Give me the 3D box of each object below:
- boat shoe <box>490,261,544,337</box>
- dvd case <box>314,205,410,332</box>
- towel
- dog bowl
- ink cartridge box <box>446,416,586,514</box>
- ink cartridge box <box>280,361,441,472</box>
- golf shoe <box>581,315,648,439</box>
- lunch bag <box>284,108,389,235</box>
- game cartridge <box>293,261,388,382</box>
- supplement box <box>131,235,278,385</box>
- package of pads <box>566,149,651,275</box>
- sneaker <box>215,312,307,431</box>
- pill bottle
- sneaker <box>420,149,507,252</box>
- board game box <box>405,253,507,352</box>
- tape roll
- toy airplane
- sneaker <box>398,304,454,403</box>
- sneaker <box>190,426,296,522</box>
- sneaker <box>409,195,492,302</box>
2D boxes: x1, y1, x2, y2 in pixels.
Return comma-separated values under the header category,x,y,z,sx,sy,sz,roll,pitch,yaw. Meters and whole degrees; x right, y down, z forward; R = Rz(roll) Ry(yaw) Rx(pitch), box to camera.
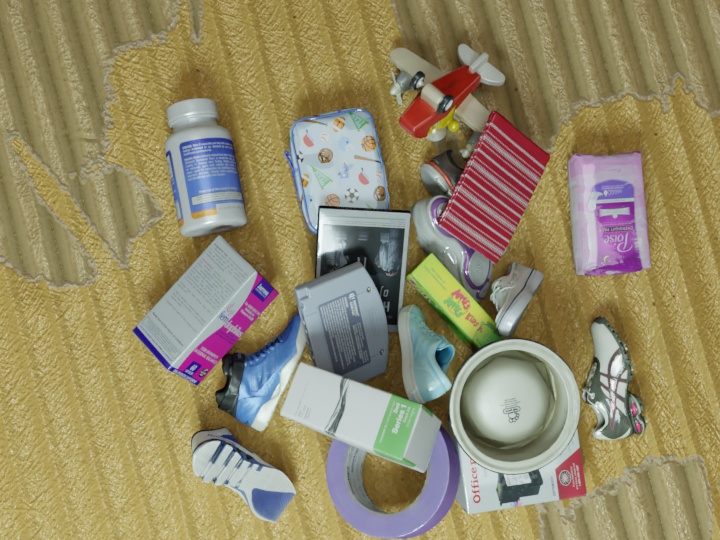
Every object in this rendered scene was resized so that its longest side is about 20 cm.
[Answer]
category,x,y,z,sx,sy,sz,roll,pitch,yaw
boat shoe,0.236,0.043,1.264,0.066,0.200,0.075,29,116,13
dvd case,0.000,0.000,1.282,0.147,0.025,0.204,2,107,-5
towel,0.211,-0.130,1.252,0.143,0.022,0.203,29,87,-30
dog bowl,0.225,0.197,1.200,0.195,0.074,0.205,0,95,-2
ink cartridge box,0.248,0.300,1.284,0.196,0.083,0.149,-8,87,-4
ink cartridge box,0.002,0.213,1.156,0.197,0.146,0.086,17,76,22
golf shoe,0.404,0.179,1.307,0.086,0.077,0.204,-15,87,3
lunch bag,-0.039,-0.163,1.306,0.157,0.076,0.204,-11,88,-2
game cartridge,-0.023,0.091,1.255,0.131,0.041,0.203,-19,119,-13
supplement box,-0.240,0.063,1.250,0.103,0.101,0.201,38,84,27
package of pads,0.410,-0.095,1.325,0.118,0.076,0.205,-3,86,-1
sneaker,-0.163,0.144,1.274,0.110,0.077,0.203,26,91,-10
pill bottle,-0.252,-0.165,1.274,0.110,0.112,0.204,-11,87,-4
sneaker,0.187,-0.118,1.316,0.082,0.077,0.201,-40,91,-14
board game box,0.159,0.065,1.286,0.048,0.102,0.200,-42,89,-4
tape roll,0.051,0.309,1.235,0.196,0.085,0.204,-6,70,17
toy airplane,0.143,-0.277,1.305,0.195,0.142,0.203,6,51,-15
sneaker,0.108,0.124,1.233,0.080,0.202,0.075,-18,129,13
sneaker,-0.195,0.306,1.263,0.081,0.115,0.199,-49,119,-4
sneaker,0.150,-0.038,1.313,0.075,0.099,0.202,-40,111,-24
